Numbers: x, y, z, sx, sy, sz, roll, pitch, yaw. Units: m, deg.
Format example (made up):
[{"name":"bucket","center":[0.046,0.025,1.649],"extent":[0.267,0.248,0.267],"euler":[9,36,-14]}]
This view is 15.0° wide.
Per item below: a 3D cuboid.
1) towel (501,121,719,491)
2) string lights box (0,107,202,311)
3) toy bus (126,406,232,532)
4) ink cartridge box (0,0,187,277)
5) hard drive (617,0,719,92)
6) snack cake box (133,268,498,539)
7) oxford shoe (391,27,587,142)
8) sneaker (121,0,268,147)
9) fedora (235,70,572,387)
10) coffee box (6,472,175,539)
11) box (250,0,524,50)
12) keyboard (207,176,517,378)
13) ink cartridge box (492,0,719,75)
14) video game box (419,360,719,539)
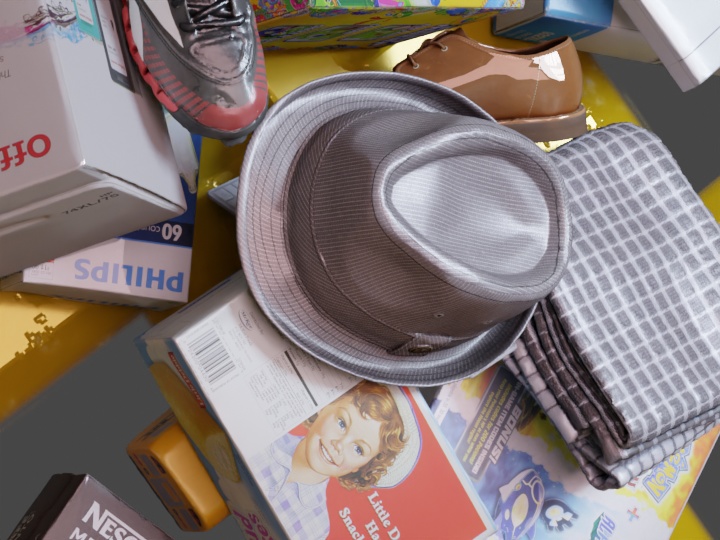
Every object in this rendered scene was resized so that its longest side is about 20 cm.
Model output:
[{"name":"towel","center":[0.155,0.016,1.656],"extent":[0.165,0.086,0.200],"euler":[-23,76,-43]},{"name":"string lights box","center":[-0.148,-0.082,1.607],"extent":[0.102,0.059,0.201],"euler":[7,81,-21]},{"name":"toy bus","center":[-0.043,0.069,1.619],"extent":[0.200,0.078,0.065],"euler":[-38,98,-21]},{"name":"ink cartridge box","center":[-0.206,-0.113,1.496],"extent":[0.146,0.146,0.201],"euler":[-18,76,16]},{"name":"hard drive","center":[0.183,-0.227,1.668],"extent":[0.132,0.027,0.200],"euler":[-42,99,-30]},{"name":"snack cake box","center":[-0.025,0.093,1.545],"extent":[0.115,0.067,0.200],"euler":[-33,101,-23]},{"name":"oxford shoe","center":[0.038,-0.111,1.663],"extent":[0.199,0.071,0.072],"euler":[-7,106,-13]},{"name":"sneaker","center":[-0.095,-0.169,1.484],"extent":[0.071,0.098,0.201],"euler":[-13,78,-19]},{"name":"fedora","center":[0.039,-0.028,1.502],"extent":[0.200,0.090,0.177],"euler":[18,73,-30]},{"name":"coffee box","center":[-0.121,0.218,1.570],"extent":[0.200,0.080,0.113],"euler":[39,74,-13]},{"name":"box","center":[-0.021,-0.238,1.604],"extent":[0.192,0.122,0.201],"euler":[-5,85,-48]},{"name":"keyboard","center":[0.000,0.000,1.615],"extent":[0.200,0.011,0.056],"euler":[34,27,19]},{"name":"ink cartridge box","center":[0.195,-0.209,1.740],"extent":[0.199,0.084,0.146],"euler":[8,81,-21]},{"name":"video game box","center":[0.107,0.132,1.688],"extent":[0.182,0.047,0.200],"euler":[33,73,-16]}]
